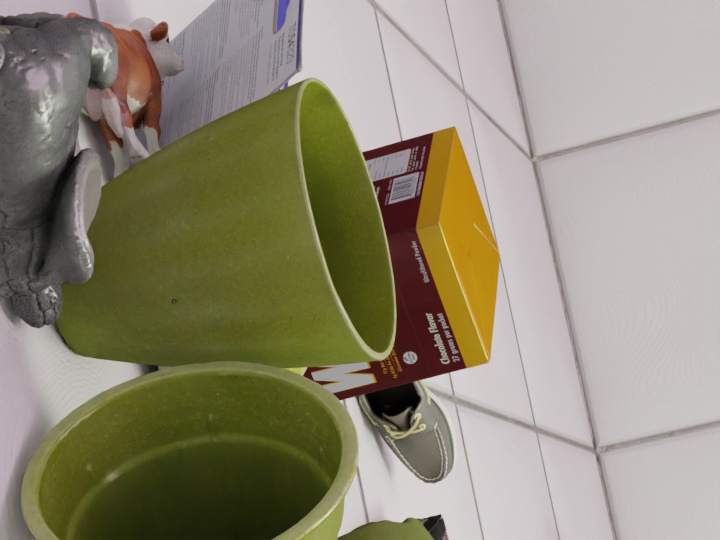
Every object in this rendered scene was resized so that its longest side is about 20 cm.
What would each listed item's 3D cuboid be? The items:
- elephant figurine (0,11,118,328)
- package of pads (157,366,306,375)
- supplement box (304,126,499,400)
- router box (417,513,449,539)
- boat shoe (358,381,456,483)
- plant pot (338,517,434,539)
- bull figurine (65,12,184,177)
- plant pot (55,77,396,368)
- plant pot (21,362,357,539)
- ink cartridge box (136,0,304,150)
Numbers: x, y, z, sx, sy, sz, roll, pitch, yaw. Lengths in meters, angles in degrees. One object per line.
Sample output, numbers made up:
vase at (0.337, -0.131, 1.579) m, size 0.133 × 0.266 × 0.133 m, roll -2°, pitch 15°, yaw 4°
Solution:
elephant figurine at (-0.198, -0.043, 1.205) m, size 0.155 × 0.141 × 0.201 m, roll -16°, pitch 110°, yaw -48°
package of pads at (-0.094, 0.038, 1.575) m, size 0.200 × 0.068 × 0.155 m, roll -63°, pitch 144°, yaw -61°
supplement box at (0.000, 0.000, 1.766) m, size 0.197 × 0.199 × 0.133 m, roll -77°, pitch 149°, yaw -62°
router box at (0.060, 0.342, 1.959) m, size 0.150 × 0.062 × 0.201 m, roll -20°, pitch 95°, yaw -76°
boat shoe at (0.036, 0.129, 2.063) m, size 0.060 × 0.072 × 0.202 m, roll -68°, pitch 135°, yaw -65°
plant pot at (0.027, 0.276, 1.412) m, size 0.190 × 0.200 × 0.200 m, roll 61°, pitch 8°, yaw 22°
bull figurine at (-0.172, -0.127, 1.489) m, size 0.200 × 0.065 × 0.122 m, roll 0°, pitch 78°, yaw -76°
plant pot at (-0.100, -0.009, 1.377) m, size 0.187 × 0.199 × 0.188 m, roll -15°, pitch 90°, yaw -76°
plant pot at (-0.087, 0.191, 1.280) m, size 0.200 × 0.199 × 0.191 m, roll -83°, pitch 166°, yaw -56°
ink cartridge box at (-0.093, -0.141, 1.559) m, size 0.043 × 0.200 × 0.197 m, roll 35°, pitch 35°, yaw -27°
